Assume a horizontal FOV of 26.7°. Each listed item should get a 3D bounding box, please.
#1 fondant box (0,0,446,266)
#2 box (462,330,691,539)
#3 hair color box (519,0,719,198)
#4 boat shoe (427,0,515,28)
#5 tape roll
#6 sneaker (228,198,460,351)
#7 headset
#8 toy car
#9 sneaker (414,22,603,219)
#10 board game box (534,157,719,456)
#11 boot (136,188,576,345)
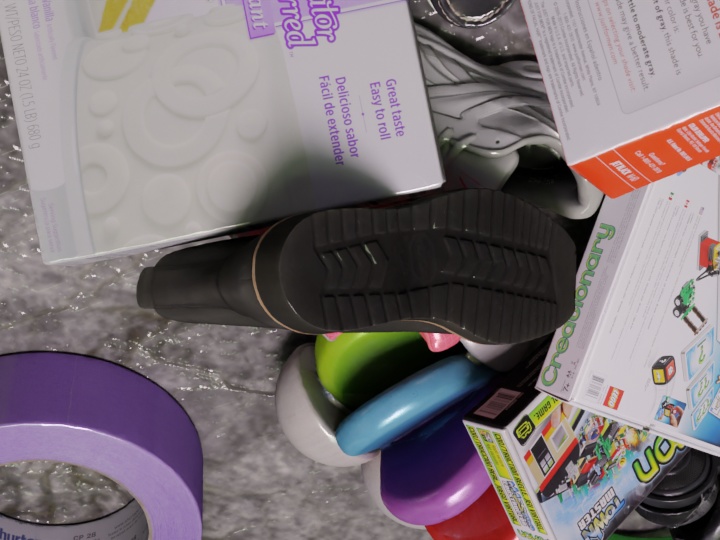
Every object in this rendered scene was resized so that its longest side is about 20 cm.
[{"bbox_3d":[-0.069,-0.091,0.753,0.200,0.058,0.144,-11,88,3],"label":"fondant box"},{"bbox_3d":[0.153,0.070,0.881,0.200,0.035,0.110,-40,118,-28],"label":"box"},{"bbox_3d":[0.181,-0.123,0.688,0.200,0.111,0.064,-22,158,24],"label":"hair color box"},{"bbox_3d":[0.074,-0.196,0.727,0.074,0.060,0.200,10,128,-14],"label":"boat shoe"},{"bbox_3d":[-0.203,0.147,0.988,0.200,0.066,0.200,-2,130,-3],"label":"tape roll"},{"bbox_3d":[-0.026,-0.008,0.830,0.200,0.074,0.087,14,90,2],"label":"sneaker"},{"bbox_3d":[0.227,0.162,1.024,0.200,0.094,0.123,-27,129,31],"label":"headset"},{"bbox_3d":[0.056,0.097,0.915,0.175,0.150,0.200,-34,125,22],"label":"toy car"},{"bbox_3d":[0.044,-0.073,0.802,0.200,0.099,0.078,7,129,-11],"label":"sneaker"},{"bbox_3d":[0.183,-0.008,0.831,0.126,0.035,0.200,21,89,-33],"label":"board game box"},{"bbox_3d":[0.000,0.000,0.776,0.200,0.078,0.138,7,172,-39],"label":"boot"}]
